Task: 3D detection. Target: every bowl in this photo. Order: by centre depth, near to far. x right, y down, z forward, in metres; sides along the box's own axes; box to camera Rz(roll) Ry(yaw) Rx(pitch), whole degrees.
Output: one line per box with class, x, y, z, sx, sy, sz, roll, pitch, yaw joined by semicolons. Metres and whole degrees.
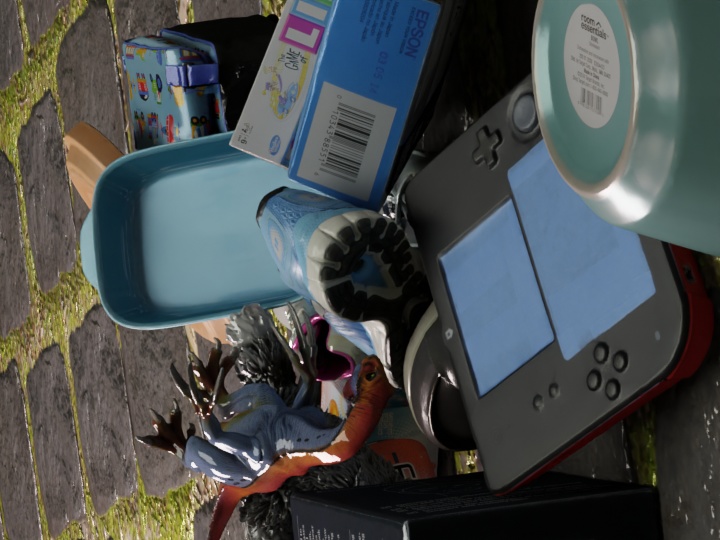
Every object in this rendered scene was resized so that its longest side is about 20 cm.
bowl;0.149;-0.094;1.156;0.201;0.105;0.201;174;90;-70

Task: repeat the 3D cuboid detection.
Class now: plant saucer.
plant saucer;-0.147;-0.020;1.787;0.200;0.032;0.200;48;171;10

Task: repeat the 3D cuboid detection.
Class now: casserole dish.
casserole dish;-0.091;-0.026;1.639;0.039;0.200;0.121;14;-112;-63

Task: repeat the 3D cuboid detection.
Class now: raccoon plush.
raccoon plush;-0.007;0.114;1.560;0.134;0.097;0.200;-11;108;28

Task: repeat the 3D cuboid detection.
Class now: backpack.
backpack;-0.086;-0.074;1.789;0.183;0.134;0.200;-148;52;-67

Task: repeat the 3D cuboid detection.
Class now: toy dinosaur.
toy dinosaur;-0.041;0.093;1.466;0.181;0.105;0.200;20;145;44

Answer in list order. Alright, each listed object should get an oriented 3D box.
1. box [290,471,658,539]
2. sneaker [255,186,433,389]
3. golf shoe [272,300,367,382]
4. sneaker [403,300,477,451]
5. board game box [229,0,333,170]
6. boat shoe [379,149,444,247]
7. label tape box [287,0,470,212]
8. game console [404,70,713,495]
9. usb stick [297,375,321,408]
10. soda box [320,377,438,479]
box;0.062;0.175;1.410;0.200;0.148;0.107;179;86;-71
sneaker;0.000;0.000;1.480;0.090;0.078;0.200;34;171;31
golf shoe;-0.024;0.030;1.660;0.075;0.092;0.200;44;161;-14
sneaker;0.082;0.061;1.431;0.200;0.075;0.106;107;152;-45
board game box;-0.021;-0.159;1.527;0.134;0.034;0.200;10;-78;-86
boat shoe;0.042;-0.039;1.522;0.201;0.071;0.070;-171;76;-70
label tape box;0.027;-0.147;1.487;0.200;0.063;0.144;-61;-10;-57
game console;0.100;-0.003;1.332;0.177;0.031;0.200;-38;56;38
usb stick;-0.040;0.128;1.747;0.200;0.033;0.056;-77;0;-59
soda box;0.010;0.165;1.684;0.068;0.063;0.200;-131;39;-59
